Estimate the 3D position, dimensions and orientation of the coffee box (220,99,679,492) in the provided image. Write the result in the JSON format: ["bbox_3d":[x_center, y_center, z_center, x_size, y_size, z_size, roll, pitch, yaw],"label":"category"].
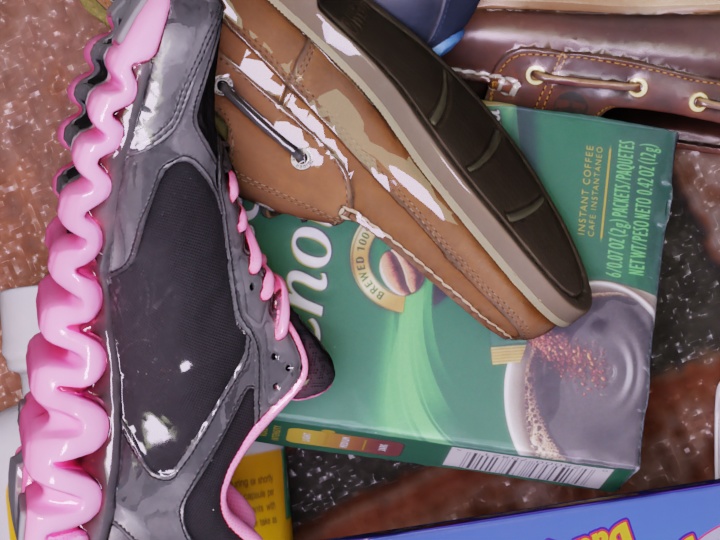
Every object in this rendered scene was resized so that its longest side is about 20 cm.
[{"bbox_3d":[0.000,0.000,0.870,0.199,0.044,0.123,9,76,-2],"label":"coffee box"}]

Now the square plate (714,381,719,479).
[{"bbox_3d":[0.222,0.137,0.909,0.199,0.028,0.199,1,91,25],"label":"square plate"}]

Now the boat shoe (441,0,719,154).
[{"bbox_3d":[0.077,-0.067,0.922,0.199,0.070,0.071,0,88,7],"label":"boat shoe"}]

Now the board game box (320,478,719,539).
[{"bbox_3d":[0.091,0.141,0.854,0.199,0.045,0.135,-6,85,-25],"label":"board game box"}]

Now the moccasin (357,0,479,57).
[{"bbox_3d":[-0.043,-0.145,0.873,0.200,0.081,0.068,29,110,-6],"label":"moccasin"}]

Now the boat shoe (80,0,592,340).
[{"bbox_3d":[-0.010,-0.048,0.830,0.068,0.072,0.200,-41,91,18],"label":"boat shoe"}]

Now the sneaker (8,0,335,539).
[{"bbox_3d":[-0.052,0.007,0.797,0.095,0.079,0.201,7,108,-8],"label":"sneaker"}]

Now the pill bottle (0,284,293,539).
[{"bbox_3d":[-0.079,0.103,0.926,0.112,0.113,0.201,-6,89,7],"label":"pill bottle"}]
